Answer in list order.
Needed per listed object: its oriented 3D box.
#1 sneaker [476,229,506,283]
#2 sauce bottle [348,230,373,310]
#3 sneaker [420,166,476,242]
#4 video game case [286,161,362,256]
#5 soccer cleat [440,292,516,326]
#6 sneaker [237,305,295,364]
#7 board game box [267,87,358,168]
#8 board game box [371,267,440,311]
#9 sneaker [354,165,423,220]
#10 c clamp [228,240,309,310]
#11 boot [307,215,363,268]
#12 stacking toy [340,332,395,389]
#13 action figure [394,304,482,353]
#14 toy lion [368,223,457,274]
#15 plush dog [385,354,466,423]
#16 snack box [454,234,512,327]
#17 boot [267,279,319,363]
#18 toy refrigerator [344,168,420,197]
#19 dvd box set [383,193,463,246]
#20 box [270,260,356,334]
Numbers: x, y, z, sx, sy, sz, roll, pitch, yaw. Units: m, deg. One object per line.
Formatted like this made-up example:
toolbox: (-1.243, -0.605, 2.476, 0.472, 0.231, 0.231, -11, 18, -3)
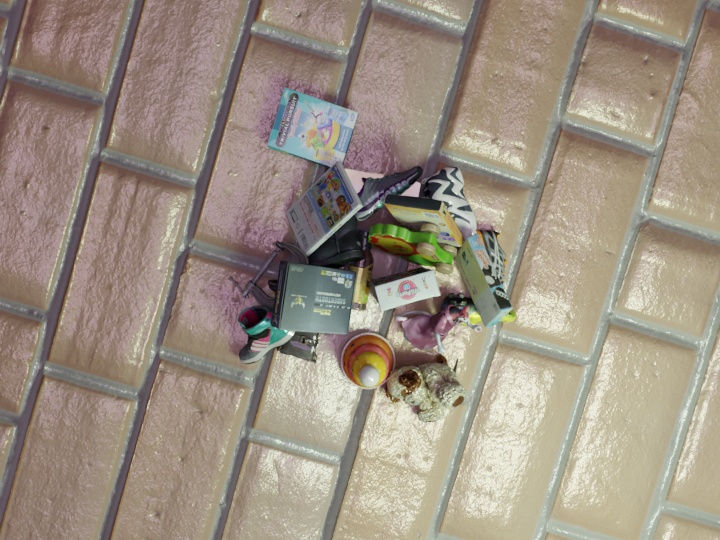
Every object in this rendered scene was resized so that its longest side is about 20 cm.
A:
sneaker: (0.339, -0.012, 1.481, 0.076, 0.078, 0.204, -10, 82, -13)
sauce bottle: (0.000, 0.000, 1.489, 0.063, 0.065, 0.204, 9, 94, -1)
sneaker: (0.210, -0.153, 1.469, 0.127, 0.079, 0.203, -16, 95, -9)
video game case: (-0.094, -0.151, 1.433, 0.199, 0.018, 0.145, -40, 59, 25)
soccer cleat: (0.303, 0.112, 1.511, 0.196, 0.065, 0.085, 9, 122, -6)
sneaker: (-0.265, 0.154, 1.441, 0.199, 0.084, 0.121, -33, 119, 29)
board game box: (-0.120, -0.356, 1.480, 0.197, 0.047, 0.154, 18, 92, -2)
board game box: (0.106, 0.042, 1.425, 0.145, 0.200, 0.065, -15, 94, -1)
sneaker: (0.054, -0.209, 1.404, 0.199, 0.074, 0.088, -35, 88, 1)
c clamp: (-0.226, 0.006, 1.454, 0.200, 0.027, 0.171, -47, 67, 8)
boot: (-0.088, -0.088, 1.481, 0.197, 0.076, 0.171, -17, 73, 24)
stacking toy: (0.022, 0.238, 1.432, 0.143, 0.200, 0.149, 0, 92, -1)
action figure: (0.203, 0.125, 1.449, 0.133, 0.200, 0.150, -19, 73, -41)
toy lion: (0.121, -0.060, 1.439, 0.189, 0.200, 0.070, 5, 71, 32)
plush dog: (0.149, 0.284, 1.462, 0.169, 0.201, 0.163, 6, 60, -18)
snack box: (0.299, 0.027, 1.431, 0.037, 0.117, 0.203, -15, 70, -15)
boot: (-0.176, 0.133, 1.494, 0.198, 0.069, 0.176, 26, 100, 5)
toy refrigerator: (0.049, -0.210, 1.475, 0.196, 0.076, 0.071, 11, 92, -1)
dvd box set: (0.155, -0.119, 1.399, 0.144, 0.200, 0.030, 11, 73, 29)
box: (-0.111, 0.068, 1.408, 0.197, 0.051, 0.161, 9, 91, -34)
